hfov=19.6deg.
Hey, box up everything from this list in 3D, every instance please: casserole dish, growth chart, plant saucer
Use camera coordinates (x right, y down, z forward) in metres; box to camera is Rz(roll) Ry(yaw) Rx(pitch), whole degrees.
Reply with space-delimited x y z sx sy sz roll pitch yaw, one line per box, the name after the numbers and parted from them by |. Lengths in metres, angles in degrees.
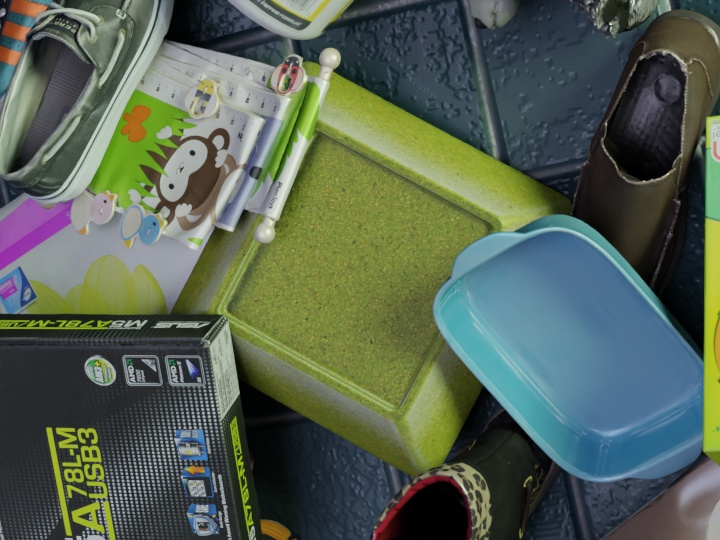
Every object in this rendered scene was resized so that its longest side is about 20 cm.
0.132 0.043 1.240 0.121 0.039 0.200 -31 113 29 | casserole dish
-0.112 -0.081 1.307 0.199 0.018 0.146 12 82 33 | growth chart
0.000 0.000 1.289 0.199 0.048 0.201 28 95 8 | plant saucer

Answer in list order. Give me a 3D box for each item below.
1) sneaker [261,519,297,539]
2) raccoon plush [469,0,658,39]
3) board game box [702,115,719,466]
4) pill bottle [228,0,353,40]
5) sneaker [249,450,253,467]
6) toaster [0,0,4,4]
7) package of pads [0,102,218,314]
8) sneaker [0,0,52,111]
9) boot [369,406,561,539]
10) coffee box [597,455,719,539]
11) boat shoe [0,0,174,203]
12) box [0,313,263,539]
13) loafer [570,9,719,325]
-0.056 0.272 1.396 0.078 0.077 0.201 -22 92 25 | sneaker
0.130 -0.227 1.231 0.134 0.097 0.201 30 82 31 | raccoon plush
0.248 0.008 1.169 0.101 0.048 0.201 -6 68 25 | board game box
-0.006 -0.243 1.254 0.112 0.112 0.200 49 115 9 | pill bottle
-0.173 0.155 1.410 0.199 0.074 0.088 4 108 -2 | sneaker
-0.309 -0.227 1.377 0.113 0.200 0.130 -30 82 -5 | toaster
-0.156 -0.002 1.394 0.199 0.068 0.155 -31 85 26 | package of pads
-0.210 -0.164 1.392 0.200 0.071 0.080 -42 81 17 | sneaker
0.050 0.181 1.287 0.073 0.150 0.201 34 112 16 | boot
0.221 0.170 1.244 0.200 0.080 0.115 -41 81 25 | coffee box
-0.172 -0.139 1.301 0.072 0.071 0.201 17 90 20 | boat shoe
-0.164 0.124 1.320 0.192 0.048 0.201 0 112 15 | box
0.158 -0.056 1.234 0.073 0.071 0.201 19 109 21 | loafer
